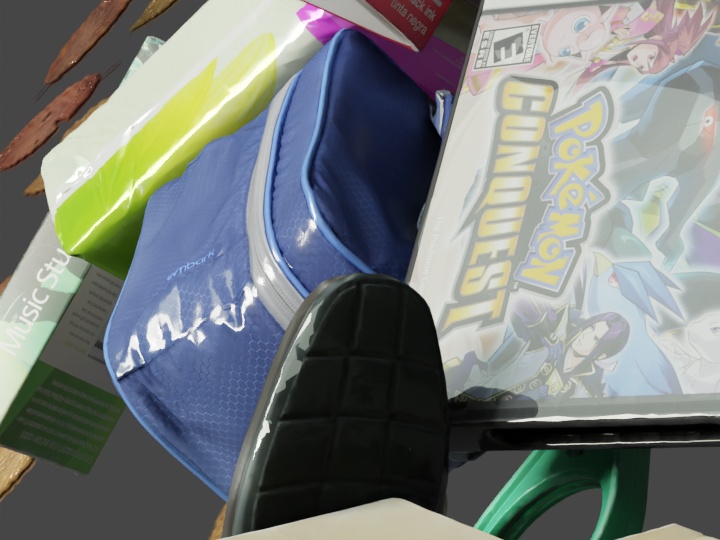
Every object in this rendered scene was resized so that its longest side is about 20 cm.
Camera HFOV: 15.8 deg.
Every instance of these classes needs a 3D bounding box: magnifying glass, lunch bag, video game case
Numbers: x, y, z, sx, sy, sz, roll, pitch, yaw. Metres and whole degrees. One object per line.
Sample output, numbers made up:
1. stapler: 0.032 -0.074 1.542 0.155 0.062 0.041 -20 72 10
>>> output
1. magnifying glass: 0.085 0.054 0.907 0.080 0.022 0.200 -19 34 53
2. lunch bag: 0.000 0.000 1.012 0.132 0.136 0.200 -38 21 23
3. video game case: 0.104 -0.033 0.876 0.180 0.026 0.201 -4 57 34

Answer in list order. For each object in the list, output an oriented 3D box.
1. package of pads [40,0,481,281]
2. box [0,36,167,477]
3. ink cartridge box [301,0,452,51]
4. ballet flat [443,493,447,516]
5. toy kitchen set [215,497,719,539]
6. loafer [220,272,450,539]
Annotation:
1. package of pads: -0.020 -0.060 1.139 0.200 0.154 0.068 -41 49 17
2. box: -0.118 -0.002 1.240 0.200 0.036 0.144 -62 -16 -4
3. ink cartridge box: 0.009 -0.208 1.027 0.145 0.084 0.200 28 85 42
4. ballet flat: -0.038 0.147 0.947 0.200 0.070 0.065 -40 46 29
5. toy kitchen set: 0.016 0.175 0.755 0.199 0.181 0.163 -12 11 -23
6. loafer: -0.021 0.095 0.862 0.072 0.073 0.201 -151 71 -65
